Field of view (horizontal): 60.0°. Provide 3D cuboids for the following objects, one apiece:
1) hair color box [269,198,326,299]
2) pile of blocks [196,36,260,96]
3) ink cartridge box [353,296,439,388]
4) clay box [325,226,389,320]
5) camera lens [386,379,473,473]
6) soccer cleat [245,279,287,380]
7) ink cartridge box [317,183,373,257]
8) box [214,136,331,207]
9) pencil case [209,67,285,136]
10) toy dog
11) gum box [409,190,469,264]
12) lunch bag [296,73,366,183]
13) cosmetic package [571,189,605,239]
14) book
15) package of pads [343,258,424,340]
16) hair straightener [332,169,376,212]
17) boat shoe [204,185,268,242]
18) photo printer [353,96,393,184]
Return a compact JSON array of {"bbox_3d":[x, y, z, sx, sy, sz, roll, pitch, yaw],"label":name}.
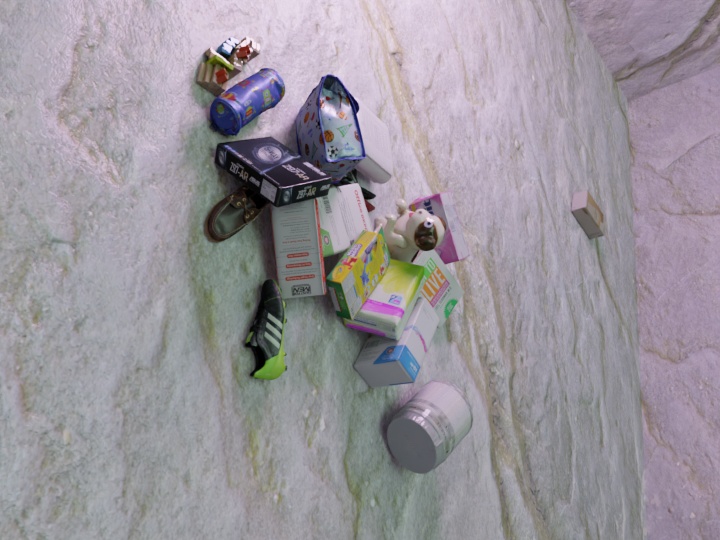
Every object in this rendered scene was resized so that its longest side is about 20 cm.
[{"bbox_3d":[-0.131,-0.047,1.324,0.061,0.098,0.207,-48,133,-88],"label":"hair color box"},{"bbox_3d":[-0.277,-0.459,1.335,0.082,0.061,0.203,49,47,-27],"label":"pile of blocks"},{"bbox_3d":[0.091,0.173,1.507,0.085,0.142,0.202,50,47,-25],"label":"ink cartridge box"},{"bbox_3d":[0.000,0.000,1.432,0.201,0.046,0.117,-54,143,-37],"label":"clay box"},{"bbox_3d":[0.174,0.378,1.531,0.198,0.157,0.164,-29,100,-48],"label":"camera lens"},{"bbox_3d":[-0.193,0.118,1.264,0.079,0.067,0.207,4,76,-34],"label":"soccer cleat"},{"bbox_3d":[-0.071,-0.111,1.451,0.198,0.083,0.150,-18,92,-49],"label":"ink cartridge box"},{"bbox_3d":[-0.180,-0.208,1.290,0.158,0.198,0.044,-20,138,-48],"label":"box"},{"bbox_3d":[-0.240,-0.360,1.336,0.201,0.076,0.089,-52,137,-43],"label":"pencil case"},{"bbox_3d":[0.120,-0.077,1.559,0.139,0.198,0.197,-37,98,-44],"label":"toy dog"},{"bbox_3d":[0.221,-0.119,1.766,0.065,0.112,0.206,-20,94,-49],"label":"gum box"},{"bbox_3d":[-0.075,-0.320,1.430,0.121,0.169,0.206,-10,81,-27],"label":"lunch bag"},{"bbox_3d":[0.997,-0.244,2.724,0.199,0.070,0.107,42,51,-33],"label":"cosmetic package"},{"bbox_3d":[0.192,0.042,1.722,0.201,0.048,0.135,49,68,-27],"label":"book"},{"bbox_3d":[0.054,0.060,1.496,0.069,0.150,0.202,80,31,-44],"label":"package of pads"},{"bbox_3d":[-0.034,-0.223,1.570,0.197,0.040,0.079,27,59,-36],"label":"hair straightener"},{"bbox_3d":[-0.239,-0.134,1.278,0.071,0.069,0.201,55,46,-22],"label":"boat shoe"},{"bbox_3d":[0.008,-0.333,1.587,0.199,0.068,0.171,27,52,-55],"label":"photo printer"}]
